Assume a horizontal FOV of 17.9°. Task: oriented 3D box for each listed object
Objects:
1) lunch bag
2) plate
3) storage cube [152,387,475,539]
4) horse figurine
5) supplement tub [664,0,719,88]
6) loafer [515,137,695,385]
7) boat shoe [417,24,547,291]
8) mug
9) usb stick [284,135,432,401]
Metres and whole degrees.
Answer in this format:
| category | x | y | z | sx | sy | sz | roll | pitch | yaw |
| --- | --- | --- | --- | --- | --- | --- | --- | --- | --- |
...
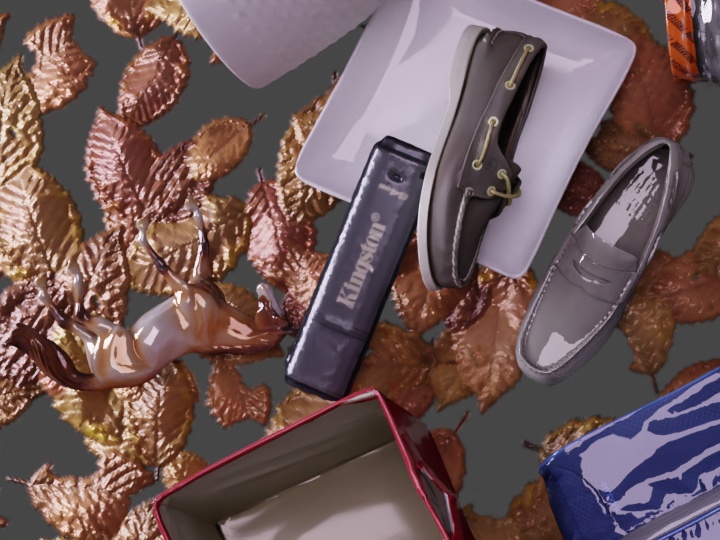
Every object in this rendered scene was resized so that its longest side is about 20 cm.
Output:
| category | x | y | z | sx | sy | sz | roll | pitch | yaw |
| --- | --- | --- | --- | --- | --- | --- | --- | --- | --- |
| lunch bag | 0.236 | 0.155 | 1.567 | 0.200 | 0.136 | 0.132 | -28 | 73 | 5 |
| plate | 0.079 | -0.117 | 1.719 | 0.200 | 0.032 | 0.200 | 25 | 85 | 17 |
| storage cube | -0.014 | 0.205 | 1.591 | 0.200 | 0.180 | 0.171 | -28 | 73 | 7 |
| horse figurine | -0.163 | 0.035 | 1.726 | 0.200 | 0.050 | 0.133 | -28 | 90 | -3 |
| supplement tub | 0.320 | -0.189 | 1.632 | 0.200 | 0.123 | 0.123 | -4 | 77 | 13 |
| loafer | 0.172 | -0.010 | 1.653 | 0.070 | 0.070 | 0.200 | 29 | 85 | 17 |
| boat shoe | 0.088 | -0.080 | 1.655 | 0.060 | 0.072 | 0.202 | 8 | 76 | 19 |
| mug | -0.053 | -0.264 | 1.716 | 0.175 | 0.148 | 0.200 | -32 | 67 | 12 |
| usb stick | 0.000 | 0.000 | 1.690 | 0.055 | 0.033 | 0.200 | 24 | 97 | 17 |
